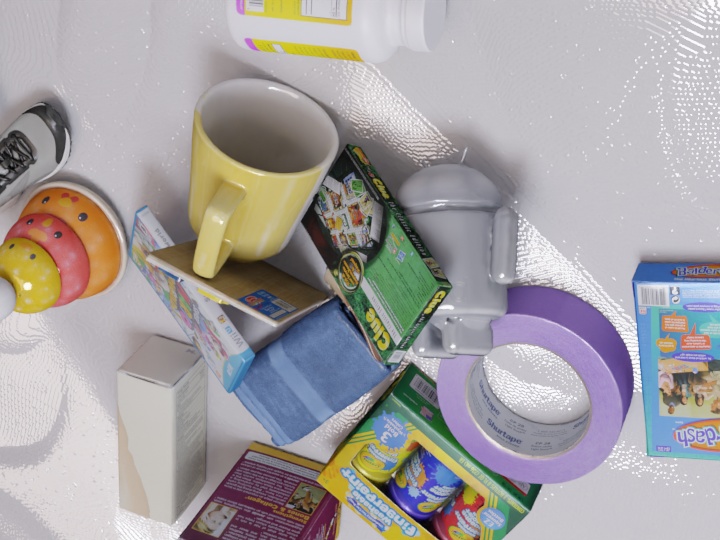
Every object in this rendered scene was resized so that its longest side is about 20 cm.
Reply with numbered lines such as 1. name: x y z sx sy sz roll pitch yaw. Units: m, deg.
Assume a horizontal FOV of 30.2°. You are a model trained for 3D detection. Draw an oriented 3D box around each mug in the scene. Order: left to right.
1. mug: -0.126 -0.086 1.365 0.150 0.185 0.154 47 137 25

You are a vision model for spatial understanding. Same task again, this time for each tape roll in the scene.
1. tape roll: 0.182 0.121 1.393 0.197 0.066 0.203 11 120 19

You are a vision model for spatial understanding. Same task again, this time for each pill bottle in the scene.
1. pill bottle: -0.022 -0.254 1.267 0.197 0.104 0.106 10 119 19

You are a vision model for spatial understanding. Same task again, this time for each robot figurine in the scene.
1. robot figurine: 0.087 -0.016 1.312 0.168 0.112 0.204 -9 79 39

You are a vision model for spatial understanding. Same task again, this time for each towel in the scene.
1. towel: -0.053 0.114 1.505 0.199 0.049 0.112 -36 95 35

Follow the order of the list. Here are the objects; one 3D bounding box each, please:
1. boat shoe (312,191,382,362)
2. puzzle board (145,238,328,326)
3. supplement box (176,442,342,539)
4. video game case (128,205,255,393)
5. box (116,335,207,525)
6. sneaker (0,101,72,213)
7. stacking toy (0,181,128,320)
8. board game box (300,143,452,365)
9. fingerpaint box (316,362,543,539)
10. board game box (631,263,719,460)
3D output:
1. boat shoe: 0.000 0.000 1.413 0.071 0.076 0.203 -7 104 30
2. puzzle board: -0.125 0.011 1.397 0.149 0.200 0.018 28 102 9
3. supplement box: -0.113 0.308 1.540 0.129 0.200 0.105 16 121 16
4. video game case: -0.190 0.036 1.474 0.201 0.018 0.143 53 158 7
5. box: -0.237 0.191 1.601 0.077 0.095 0.203 14 119 17
6. sneaker: -0.401 -0.116 1.524 0.199 0.079 0.074 -37 95 32
7. stacking toy: -0.364 0.001 1.493 0.144 0.200 0.148 10 120 18
8. board game box: 0.011 -0.018 1.296 0.105 0.023 0.201 -53 49 29
9. fingerpaint box: 0.076 0.233 1.493 0.199 0.073 0.167 40 124 1
10. board game box: 0.351 0.092 1.314 0.150 0.045 0.203 1 115 23
